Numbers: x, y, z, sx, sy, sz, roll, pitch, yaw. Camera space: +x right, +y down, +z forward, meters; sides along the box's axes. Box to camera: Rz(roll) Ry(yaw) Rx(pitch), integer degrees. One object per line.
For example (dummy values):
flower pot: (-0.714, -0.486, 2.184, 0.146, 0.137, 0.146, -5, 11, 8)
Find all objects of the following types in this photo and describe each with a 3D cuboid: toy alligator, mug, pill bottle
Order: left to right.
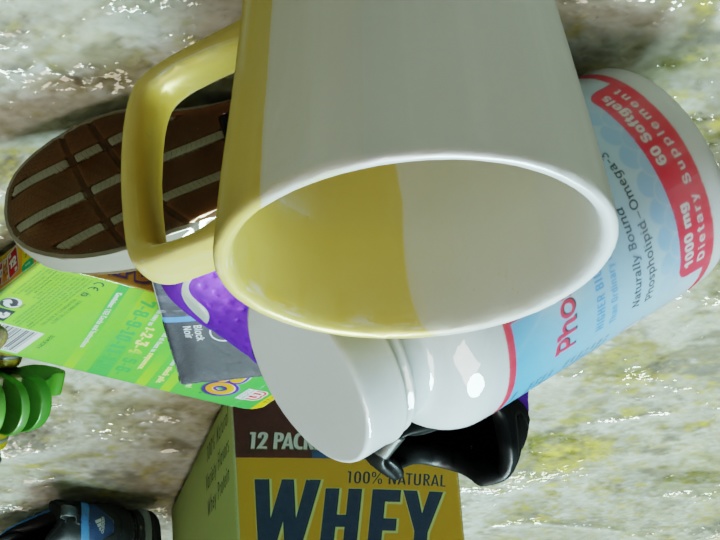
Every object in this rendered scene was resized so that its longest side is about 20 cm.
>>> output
toy alligator: (-0.223, 0.066, 1.218, 0.199, 0.060, 0.054, 1, -162, -43)
mug: (-0.002, -0.073, 0.911, 0.185, 0.154, 0.150, -3, 155, -3)
pill bottle: (0.054, -0.001, 1.028, 0.199, 0.109, 0.109, -30, 166, -28)

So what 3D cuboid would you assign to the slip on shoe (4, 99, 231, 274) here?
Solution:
slip on shoe: (-0.060, -0.042, 1.062, 0.199, 0.077, 0.061, -21, 152, 13)

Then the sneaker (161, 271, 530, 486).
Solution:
sneaker: (-0.001, 0.041, 1.102, 0.199, 0.100, 0.070, 24, 126, -22)

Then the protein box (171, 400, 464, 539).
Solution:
protein box: (-0.026, 0.200, 1.409, 0.134, 0.202, 0.199, 2, 153, -15)

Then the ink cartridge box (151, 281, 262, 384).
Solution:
ink cartridge box: (0.000, 0.000, 1.160, 0.198, 0.039, 0.100, -8, 133, 4)

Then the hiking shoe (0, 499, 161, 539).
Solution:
hiking shoe: (-0.214, 0.195, 1.531, 0.086, 0.075, 0.200, 26, 132, -34)

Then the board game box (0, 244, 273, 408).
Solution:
board game box: (-0.106, 0.029, 1.244, 0.199, 0.030, 0.095, 19, 145, -34)

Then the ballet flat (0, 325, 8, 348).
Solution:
ballet flat: (-0.254, 0.055, 1.118, 0.199, 0.071, 0.071, 2, 155, -37)
